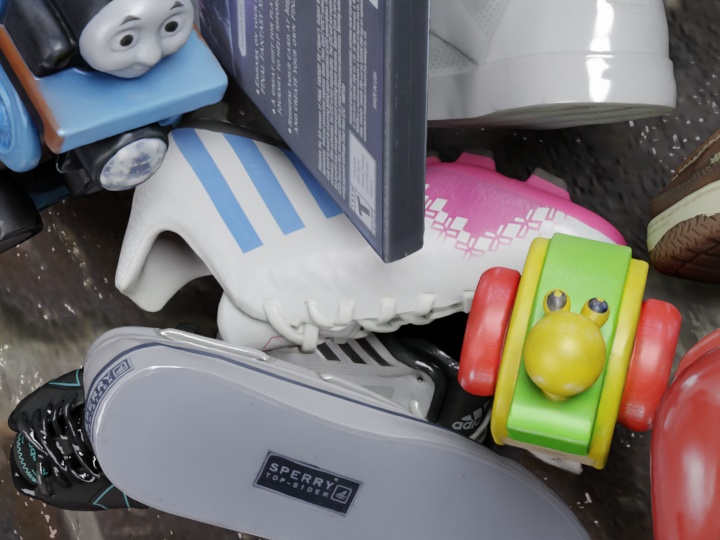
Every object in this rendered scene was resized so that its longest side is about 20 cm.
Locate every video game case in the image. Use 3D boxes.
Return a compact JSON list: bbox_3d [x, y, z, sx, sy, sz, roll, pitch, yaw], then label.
[{"bbox_3d":[-0.036,-0.115,0.881,0.200,0.019,0.143,52,154,37],"label":"video game case"}]

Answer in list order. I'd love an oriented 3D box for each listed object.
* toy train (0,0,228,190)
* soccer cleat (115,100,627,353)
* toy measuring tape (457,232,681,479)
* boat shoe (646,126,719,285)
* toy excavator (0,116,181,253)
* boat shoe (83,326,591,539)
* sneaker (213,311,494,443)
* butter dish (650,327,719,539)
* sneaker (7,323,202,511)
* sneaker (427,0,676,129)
[{"bbox_3d":[-0.118,-0.125,0.935,0.200,0.086,0.114,59,152,22],"label":"toy train"},{"bbox_3d":[0.000,0.000,0.944,0.199,0.087,0.070,12,160,35],"label":"soccer cleat"},{"bbox_3d":[0.070,0.028,0.886,0.074,0.073,0.200,56,179,9],"label":"toy measuring tape"},{"bbox_3d":[0.155,-0.048,0.790,0.202,0.074,0.075,-24,59,58],"label":"boat shoe"},{"bbox_3d":[-0.153,-0.055,1.114,0.194,0.200,0.100,-27,88,11],"label":"toy excavator"},{"bbox_3d":[-0.006,0.068,0.937,0.074,0.199,0.065,-56,23,12],"label":"boat shoe"},{"bbox_3d":[0.022,0.084,0.998,0.115,0.075,0.201,-34,82,54],"label":"sneaker"},{"bbox_3d":[0.151,0.076,0.712,0.199,0.148,0.201,-20,66,32],"label":"butter dish"},{"bbox_3d":[-0.095,0.071,1.068,0.200,0.079,0.076,142,112,-76],"label":"sneaker"},{"bbox_3d":[0.040,-0.105,0.888,0.200,0.073,0.116,-1,90,61],"label":"sneaker"}]
